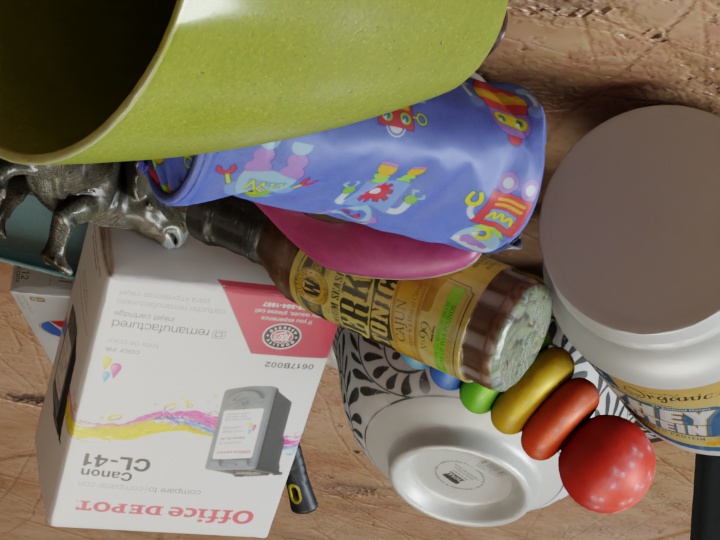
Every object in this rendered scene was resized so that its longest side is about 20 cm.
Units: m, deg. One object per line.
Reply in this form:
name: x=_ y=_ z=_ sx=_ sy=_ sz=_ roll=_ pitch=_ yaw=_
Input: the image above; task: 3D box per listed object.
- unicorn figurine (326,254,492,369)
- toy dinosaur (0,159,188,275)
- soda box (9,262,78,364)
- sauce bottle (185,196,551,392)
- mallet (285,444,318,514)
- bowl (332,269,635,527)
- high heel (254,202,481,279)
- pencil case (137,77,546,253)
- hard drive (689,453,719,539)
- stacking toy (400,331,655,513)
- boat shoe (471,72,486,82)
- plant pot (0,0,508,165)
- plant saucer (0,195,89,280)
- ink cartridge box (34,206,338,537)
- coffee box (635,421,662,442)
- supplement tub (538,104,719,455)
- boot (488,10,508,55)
unicorn figurine: x=0.017 y=0.017 z=1.526 sx=0.136 sy=0.074 sz=0.201 roll=4 pitch=146 yaw=8
toy dinosaur: x=-0.163 y=-0.066 z=1.311 sx=0.077 sy=0.103 sz=0.200 roll=25 pitch=160 yaw=31
soda box: x=-0.175 y=0.016 z=1.572 sx=0.063 sy=0.069 sz=0.200 roll=5 pitch=162 yaw=5
sauce bottle: x=0.000 y=0.000 z=1.259 sx=0.199 sy=0.065 sz=0.065 roll=22 pitch=169 yaw=25
mallet: x=-0.052 y=0.063 z=1.539 sx=0.065 sy=0.201 sz=0.041 roll=-9 pitch=-159 yaw=34
bowl: x=0.069 y=0.092 z=1.462 sx=0.199 sy=0.095 sz=0.201 roll=10 pitch=145 yaw=7
high heel: x=-0.027 y=-0.063 z=1.209 sx=0.199 sy=0.067 sz=0.096 roll=28 pitch=151 yaw=31
pencil case: x=-0.009 y=-0.057 z=1.100 sx=0.199 sy=0.079 sz=0.087 roll=8 pitch=144 yaw=-33
hard drive: x=0.273 y=0.106 z=1.471 sx=0.138 sy=0.202 sz=0.033 roll=3 pitch=162 yaw=11
stacking toy: x=0.086 y=0.055 z=1.352 sx=0.200 sy=0.085 sz=0.085 roll=42 pitch=167 yaw=13
boat shoe: x=0.008 y=-0.048 z=1.312 sx=0.071 sy=0.068 sz=0.200 roll=15 pitch=160 yaw=-25
plant pot: x=-0.042 y=-0.126 z=0.961 sx=0.199 sy=0.189 sz=0.186 roll=5 pitch=168 yaw=-42
plant saucer: x=-0.164 y=-0.029 z=1.450 sx=0.199 sy=0.070 sz=0.019 roll=15 pitch=-171 yaw=-25
ink cartridge box: x=-0.104 y=0.060 z=1.453 sx=0.146 sy=0.086 sz=0.201 roll=5 pitch=127 yaw=-17
coffee box: x=0.136 y=0.067 z=1.597 sx=0.114 sy=0.080 sz=0.199 roll=21 pitch=157 yaw=-36
supplement tub: x=0.179 y=0.006 z=1.293 sx=0.144 sy=0.146 sz=0.200 roll=0 pitch=161 yaw=21
boot: x=-0.048 y=-0.107 z=1.146 sx=0.165 sy=0.073 sz=0.200 roll=20 pitch=154 yaw=-29
